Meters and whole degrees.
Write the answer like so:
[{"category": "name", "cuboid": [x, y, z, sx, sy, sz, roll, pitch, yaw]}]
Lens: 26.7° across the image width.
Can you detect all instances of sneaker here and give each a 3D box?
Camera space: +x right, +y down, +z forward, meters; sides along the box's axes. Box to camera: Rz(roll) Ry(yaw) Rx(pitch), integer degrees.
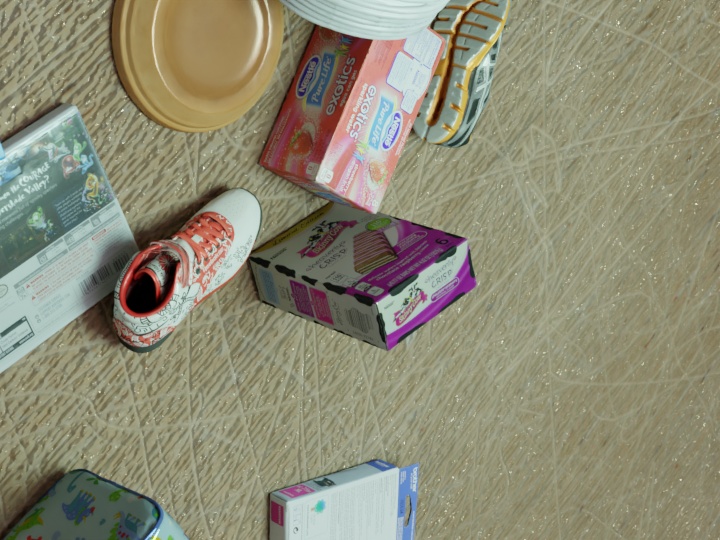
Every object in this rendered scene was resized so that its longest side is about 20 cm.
[{"category": "sneaker", "cuboid": [0.119, -0.230, 1.693, 0.077, 0.078, 0.201, 26, 88, -58]}, {"category": "sneaker", "cuboid": [-0.162, -0.013, 1.455, 0.202, 0.067, 0.108, -50, 172, -18]}]

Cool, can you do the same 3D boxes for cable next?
[{"category": "cable", "cuboid": [-0.005, -0.301, 1.466, 0.069, 0.199, 0.200, -59, 178, 39]}]

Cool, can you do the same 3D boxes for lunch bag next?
[{"category": "lunch bag", "cuboid": [-0.254, 0.276, 1.395, 0.161, 0.199, 0.083, -50, 124, -22]}]

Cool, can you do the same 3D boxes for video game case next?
[{"category": "video game case", "cuboid": [-0.306, -0.025, 1.380, 0.200, 0.023, 0.183, -38, 126, -28]}]

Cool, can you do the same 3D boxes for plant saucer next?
[{"category": "plant saucer", "cuboid": [-0.146, -0.230, 1.459, 0.199, 0.037, 0.202, -15, 112, -39]}]

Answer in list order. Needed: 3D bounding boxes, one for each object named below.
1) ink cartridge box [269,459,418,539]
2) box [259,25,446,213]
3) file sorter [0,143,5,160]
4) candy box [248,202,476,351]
[{"category": "ink cartridge box", "cuboid": [-0.018, 0.290, 1.736, 0.199, 0.042, 0.120, -10, 109, -39]}, {"category": "box", "cuboid": [-0.007, -0.174, 1.567, 0.102, 0.094, 0.201, 26, 85, -44]}, {"category": "file sorter", "cuboid": [-0.391, -0.161, 1.180, 0.122, 0.138, 0.201, -33, 123, -27]}, {"category": "candy box", "cuboid": [0.000, 0.000, 1.552, 0.136, 0.199, 0.061, -34, 124, -33]}]
